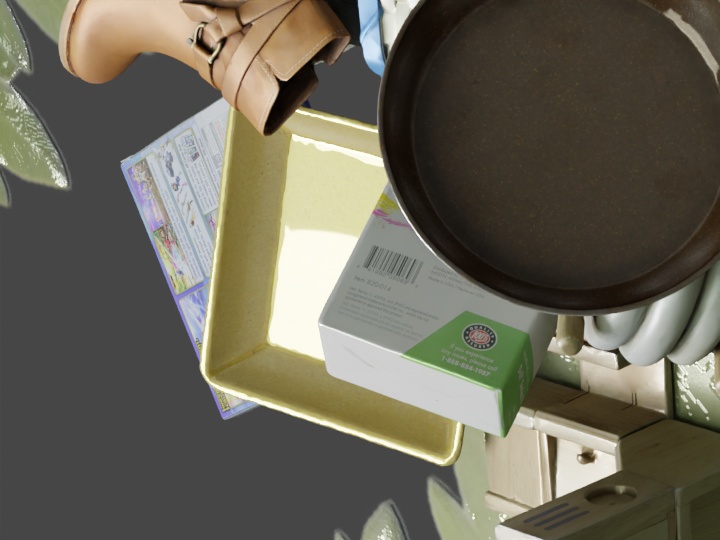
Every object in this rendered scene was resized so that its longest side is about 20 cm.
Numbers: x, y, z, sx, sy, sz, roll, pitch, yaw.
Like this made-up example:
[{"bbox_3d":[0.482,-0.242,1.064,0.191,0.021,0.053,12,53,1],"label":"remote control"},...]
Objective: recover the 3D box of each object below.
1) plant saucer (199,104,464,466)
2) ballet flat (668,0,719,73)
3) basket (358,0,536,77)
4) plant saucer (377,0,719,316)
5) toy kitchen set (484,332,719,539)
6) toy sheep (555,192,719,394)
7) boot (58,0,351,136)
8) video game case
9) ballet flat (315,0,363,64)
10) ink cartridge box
[{"bbox_3d":[0.000,0.000,1.549,0.199,0.048,0.201,16,108,28],"label":"plant saucer"},{"bbox_3d":[0.179,-0.167,1.285,0.072,0.072,0.201,-39,75,51],"label":"ballet flat"},{"bbox_3d":[0.041,-0.175,1.365,0.200,0.176,0.140,15,109,37],"label":"basket"},{"bbox_3d":[0.107,-0.072,1.237,0.201,0.200,0.034,62,173,10],"label":"plant saucer"},{"bbox_3d":[0.103,0.100,1.407,0.200,0.180,0.164,15,116,48],"label":"toy kitchen set"},{"bbox_3d":[0.158,-0.010,1.308,0.138,0.199,0.138,-162,90,-82],"label":"toy sheep"},{"bbox_3d":[-0.097,-0.144,1.538,0.155,0.077,0.200,52,123,13],"label":"boot"},{"bbox_3d":[-0.070,-0.016,1.677,0.181,0.045,0.201,-26,85,51],"label":"video game case"},{"bbox_3d":[-0.053,-0.164,1.577,0.200,0.068,0.069,7,121,50],"label":"ballet flat"},{"bbox_3d":[0.069,-0.018,1.403,0.117,0.200,0.067,20,156,17],"label":"ink cartridge box"}]
